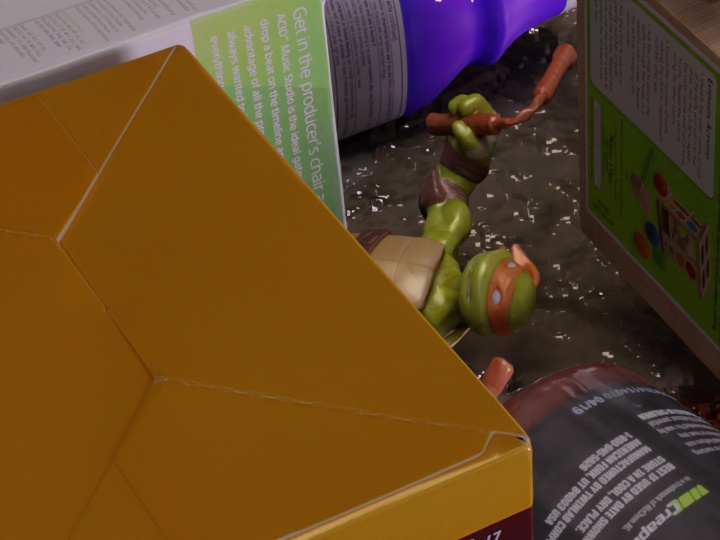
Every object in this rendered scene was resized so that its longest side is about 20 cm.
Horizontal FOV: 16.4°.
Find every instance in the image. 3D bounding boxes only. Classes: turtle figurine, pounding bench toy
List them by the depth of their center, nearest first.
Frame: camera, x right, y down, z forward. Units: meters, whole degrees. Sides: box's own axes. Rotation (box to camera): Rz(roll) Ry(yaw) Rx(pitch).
[{"bbox_3d":[0.168,-0.083,0.815,0.155,0.201,0.124,-19,40,-18],"label":"pounding bench toy"},{"bbox_3d":[0.000,0.000,0.883,0.161,0.064,0.201,3,54,24],"label":"turtle figurine"}]

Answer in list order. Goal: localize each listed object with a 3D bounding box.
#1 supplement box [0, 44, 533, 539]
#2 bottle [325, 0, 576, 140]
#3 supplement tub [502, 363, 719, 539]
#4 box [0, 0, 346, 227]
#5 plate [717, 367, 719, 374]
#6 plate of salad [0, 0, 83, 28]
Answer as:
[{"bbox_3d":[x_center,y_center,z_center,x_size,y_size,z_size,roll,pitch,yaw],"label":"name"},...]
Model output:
[{"bbox_3d":[-0.056,0.087,0.675,0.132,0.201,0.197,-21,42,-19],"label":"supplement box"},{"bbox_3d":[-0.002,-0.098,0.990,0.199,0.084,0.065,-22,42,-20],"label":"bottle"},{"bbox_3d":[0.111,0.117,0.701,0.107,0.107,0.200,-28,45,-27],"label":"supplement tub"},{"bbox_3d":[-0.098,-0.003,0.748,0.199,0.145,0.036,-20,38,-19],"label":"box"},{"bbox_3d":[0.227,-0.012,0.908,0.199,0.032,0.200,2,39,5],"label":"plate"},{"bbox_3d":[-0.128,-0.055,0.852,0.199,0.048,0.200,-16,37,12],"label":"plate of salad"}]
